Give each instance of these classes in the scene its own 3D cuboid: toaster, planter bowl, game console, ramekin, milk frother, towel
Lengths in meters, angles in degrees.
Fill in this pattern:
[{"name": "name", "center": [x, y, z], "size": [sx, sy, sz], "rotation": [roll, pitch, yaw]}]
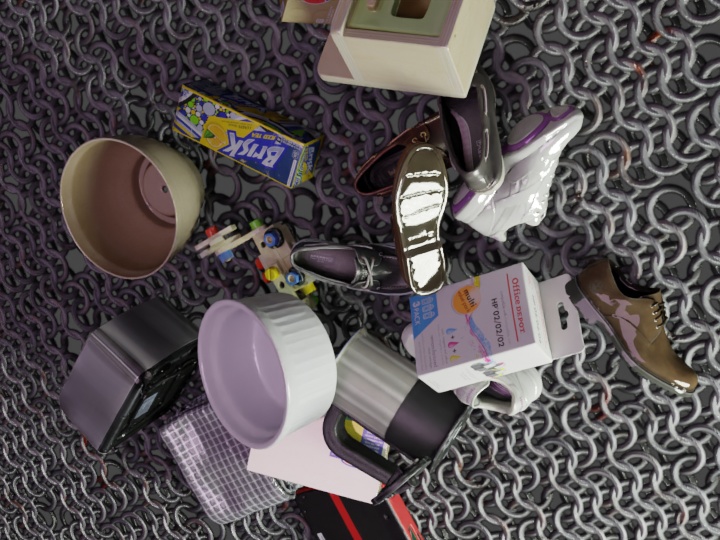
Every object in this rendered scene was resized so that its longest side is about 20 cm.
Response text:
[{"name": "toaster", "center": [-0.335, 0.151, 1.595], "size": [0.119, 0.181, 0.200], "rotation": [40, 122, 10]}, {"name": "planter bowl", "center": [-0.307, -0.105, 1.512], "size": [0.199, 0.135, 0.201], "rotation": [9, 113, 23]}, {"name": "game console", "center": [0.007, 0.400, 1.607], "size": [0.176, 0.031, 0.201], "rotation": [-25, 96, 37]}, {"name": "ramekin", "center": [-0.121, 0.125, 1.404], "size": [0.200, 0.097, 0.202], "rotation": [18, 115, 44]}, {"name": "milk frother", "center": [0.026, 0.197, 1.404], "size": [0.188, 0.200, 0.181], "rotation": [31, 90, 13]}, {"name": "towel", "center": [-0.200, 0.280, 1.631], "size": [0.165, 0.086, 0.201], "rotation": [-27, 95, 31]}]

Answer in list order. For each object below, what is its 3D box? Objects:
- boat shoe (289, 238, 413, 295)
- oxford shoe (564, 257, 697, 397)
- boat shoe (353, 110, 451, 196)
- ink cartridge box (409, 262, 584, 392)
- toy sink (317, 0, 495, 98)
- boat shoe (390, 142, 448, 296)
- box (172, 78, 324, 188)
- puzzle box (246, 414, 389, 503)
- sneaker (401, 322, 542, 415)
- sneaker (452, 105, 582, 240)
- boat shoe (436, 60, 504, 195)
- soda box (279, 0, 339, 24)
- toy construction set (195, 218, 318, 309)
[{"name": "boat shoe", "center": [0.000, 0.000, 1.411], "size": [0.199, 0.071, 0.073], "rotation": [5, 104, 8]}, {"name": "oxford shoe", "center": [0.343, 0.068, 1.282], "size": [0.200, 0.073, 0.084], "rotation": [47, 118, 3]}, {"name": "boat shoe", "center": [0.077, -0.147, 1.338], "size": [0.200, 0.070, 0.071], "rotation": [-33, 89, 31]}, {"name": "ink cartridge box", "center": [0.167, 0.067, 1.326], "size": [0.199, 0.068, 0.116], "rotation": [-18, 58, 21]}, {"name": "toy sink", "center": [0.039, -0.297, 1.244], "size": [0.199, 0.112, 0.131], "rotation": [12, 71, 24]}, {"name": "boat shoe", "center": [0.065, -0.069, 1.323], "size": [0.071, 0.068, 0.201], "rotation": [-8, 116, -16]}, {"name": "box", "center": [-0.153, -0.188, 1.444], "size": [0.199, 0.064, 0.070], "rotation": [27, 118, 16]}, {"name": "puzzle box", "center": [-0.057, 0.248, 1.533], "size": [0.199, 0.025, 0.134], "rotation": [13, 91, 11]}, {"name": "sneaker", "center": [0.138, 0.124, 1.392], "size": [0.199, 0.100, 0.075], "rotation": [24, 120, 19]}, {"name": "sneaker", "center": [0.205, -0.117, 1.287], "size": [0.099, 0.075, 0.200], "rotation": [36, 121, -15]}, {"name": "boat shoe", "center": [0.125, -0.186, 1.252], "size": [0.067, 0.057, 0.201], "rotation": [-22, 64, 23]}, {"name": "soda box", "center": [-0.047, -0.376, 1.251], "size": [0.200, 0.067, 0.064], "rotation": [122, 146, -63]}, {"name": "toy construction set", "center": [-0.135, 0.006, 1.498], "size": [0.131, 0.092, 0.200], "rotation": [-28, 105, 32]}]
